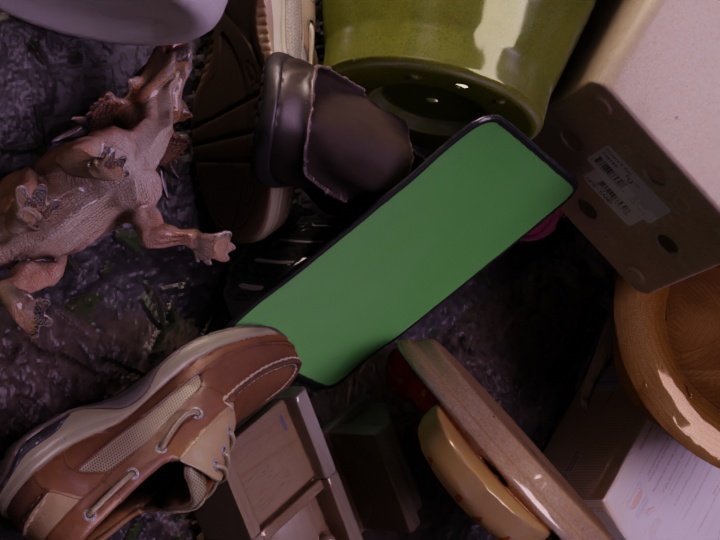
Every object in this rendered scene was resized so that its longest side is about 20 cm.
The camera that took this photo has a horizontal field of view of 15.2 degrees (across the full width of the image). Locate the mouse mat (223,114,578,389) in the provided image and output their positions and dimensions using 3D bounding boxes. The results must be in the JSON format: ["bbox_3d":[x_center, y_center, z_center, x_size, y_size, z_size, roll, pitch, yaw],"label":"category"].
[{"bbox_3d":[0.025,-0.007,1.541,0.008,0.200,0.161,56,11,25],"label":"mouse mat"}]

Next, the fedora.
[{"bbox_3d":[0.227,0.051,1.732,0.200,0.082,0.201,12,67,-30],"label":"fedora"}]

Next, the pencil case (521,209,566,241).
[{"bbox_3d":[0.132,-0.114,1.733,0.200,0.091,0.094,-57,158,-33],"label":"pencil case"}]

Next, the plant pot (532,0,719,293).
[{"bbox_3d":[0.204,-0.102,1.616,0.200,0.200,0.177,47,65,-8],"label":"plant pot"}]

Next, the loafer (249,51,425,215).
[{"bbox_3d":[-0.005,-0.073,1.486,0.200,0.071,0.073,23,75,-72],"label":"loafer"}]

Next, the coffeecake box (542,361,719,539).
[{"bbox_3d":[0.208,0.165,1.813,0.200,0.073,0.154,56,49,-30],"label":"coffeecake box"}]

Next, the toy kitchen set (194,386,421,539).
[{"bbox_3d":[0.034,0.152,1.547,0.163,0.180,0.200,-40,117,-42],"label":"toy kitchen set"}]

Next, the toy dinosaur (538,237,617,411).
[{"bbox_3d":[0.170,0.007,1.784,0.088,0.047,0.200,54,39,-6],"label":"toy dinosaur"}]

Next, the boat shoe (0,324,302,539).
[{"bbox_3d":[-0.107,0.098,1.455,0.200,0.076,0.074,-29,67,-35],"label":"boat shoe"}]

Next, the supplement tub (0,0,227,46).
[{"bbox_3d":[-0.124,-0.232,1.412,0.145,0.145,0.200,24,71,-44],"label":"supplement tub"}]

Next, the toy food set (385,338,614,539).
[{"bbox_3d":[0.084,0.121,1.611,0.049,0.200,0.198,-42,126,2],"label":"toy food set"}]

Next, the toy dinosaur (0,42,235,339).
[{"bbox_3d":[-0.155,-0.038,1.415,0.200,0.136,0.086,-26,116,-13],"label":"toy dinosaur"}]

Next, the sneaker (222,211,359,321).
[{"bbox_3d":[0.000,0.000,1.596,0.200,0.074,0.080,-25,113,-45],"label":"sneaker"}]

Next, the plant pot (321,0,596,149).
[{"bbox_3d":[0.059,-0.178,1.561,0.200,0.200,0.193,29,65,-43],"label":"plant pot"}]

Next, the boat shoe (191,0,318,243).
[{"bbox_3d":[-0.051,-0.114,1.545,0.065,0.072,0.201,7,78,-46],"label":"boat shoe"}]
